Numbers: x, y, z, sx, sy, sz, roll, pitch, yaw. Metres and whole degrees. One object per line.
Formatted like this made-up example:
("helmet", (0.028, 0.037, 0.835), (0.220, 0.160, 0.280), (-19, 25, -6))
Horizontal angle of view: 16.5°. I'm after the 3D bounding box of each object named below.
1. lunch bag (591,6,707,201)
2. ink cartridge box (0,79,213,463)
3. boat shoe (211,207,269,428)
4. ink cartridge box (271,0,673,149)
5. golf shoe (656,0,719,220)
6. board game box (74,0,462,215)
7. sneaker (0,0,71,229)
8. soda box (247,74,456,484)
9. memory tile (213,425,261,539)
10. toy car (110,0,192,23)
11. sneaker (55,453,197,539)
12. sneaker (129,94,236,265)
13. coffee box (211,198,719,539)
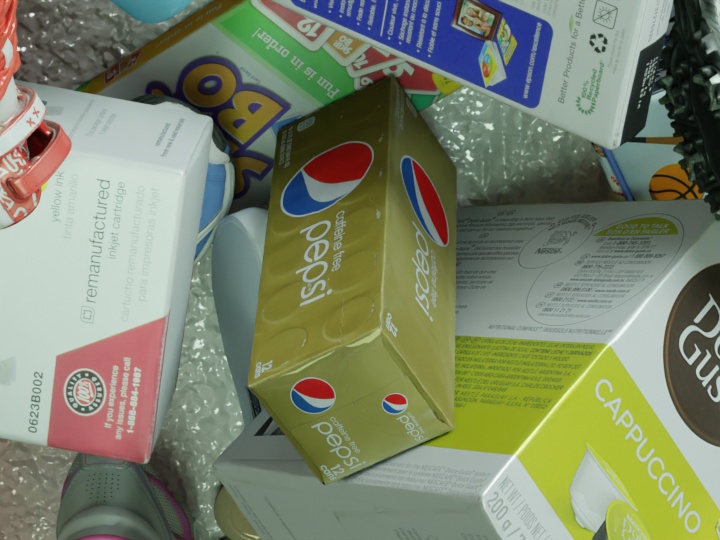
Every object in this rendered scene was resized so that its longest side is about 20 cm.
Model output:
("lunch bag", (0.199, -0.057, 1.155), (0.159, 0.076, 0.201), (-18, 122, 15))
("ink cartridge box", (-0.177, -0.008, 1.113), (0.199, 0.083, 0.146), (10, 112, 2))
("boat shoe", (-0.026, 0.044, 1.224), (0.065, 0.074, 0.201), (-25, 135, -19))
("ink cartridge box", (0.035, -0.131, 1.021), (0.199, 0.037, 0.095), (24, 124, 22))
("golf shoe", (0.167, -0.102, 1.028), (0.094, 0.078, 0.201), (-21, 98, -16))
("board game box", (-0.050, -0.085, 1.189), (0.199, 0.030, 0.096), (-29, 115, 23))
("sneaker", (-0.152, -0.087, 0.981), (0.108, 0.067, 0.201), (34, 132, -9))
("soda box", (0.000, 0.000, 1.106), (0.067, 0.200, 0.064), (-25, 122, 19))
("memory tile", (0.003, 0.122, 1.315), (0.152, 0.017, 0.201), (17, 122, -5))
("toy car", (-0.116, -0.244, 1.047), (0.184, 0.177, 0.200), (36, 89, -31))
("sneaker", (-0.117, 0.162, 1.315), (0.081, 0.089, 0.200), (1, 144, 1))
("sneaker", (-0.119, 0.000, 1.191), (0.075, 0.077, 0.200), (28, 129, -3))
("coffee box", (0.098, 0.103, 1.138), (0.200, 0.198, 0.200), (-1, 129, 54))
